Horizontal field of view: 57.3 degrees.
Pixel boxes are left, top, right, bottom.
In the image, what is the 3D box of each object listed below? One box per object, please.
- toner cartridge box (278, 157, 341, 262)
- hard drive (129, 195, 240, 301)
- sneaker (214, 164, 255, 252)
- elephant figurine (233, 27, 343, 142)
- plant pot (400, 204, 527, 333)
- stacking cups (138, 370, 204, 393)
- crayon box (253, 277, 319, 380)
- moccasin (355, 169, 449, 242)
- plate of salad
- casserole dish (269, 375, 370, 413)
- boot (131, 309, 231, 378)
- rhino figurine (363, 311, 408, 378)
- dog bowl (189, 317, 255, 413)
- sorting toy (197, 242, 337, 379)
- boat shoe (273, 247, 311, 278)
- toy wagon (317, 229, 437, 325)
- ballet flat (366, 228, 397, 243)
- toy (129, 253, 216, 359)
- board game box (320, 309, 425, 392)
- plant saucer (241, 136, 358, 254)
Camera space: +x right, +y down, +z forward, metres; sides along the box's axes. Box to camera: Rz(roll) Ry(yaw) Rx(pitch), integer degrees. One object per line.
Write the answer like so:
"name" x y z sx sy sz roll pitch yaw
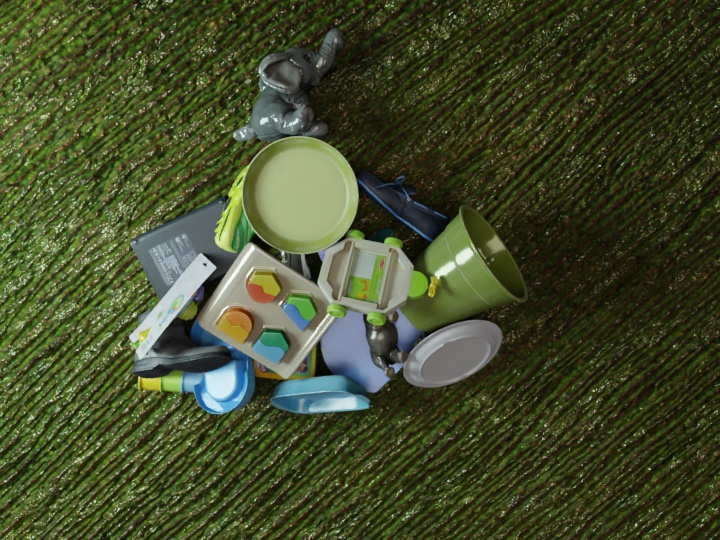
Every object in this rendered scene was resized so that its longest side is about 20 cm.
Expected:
"toner cartridge box" -0.084 -0.106 1.205 0.043 0.095 0.200 -25 98 3
"hard drive" -0.311 -0.037 1.243 0.200 0.033 0.140 -24 99 3
"sneaker" -0.197 -0.122 1.209 0.084 0.074 0.200 32 78 -35
"elephant figurine" -0.124 -0.330 1.166 0.141 0.155 0.200 -3 89 42
"plant pot" 0.165 0.017 1.189 0.190 0.200 0.200 -36 99 24
"stacking cups" -0.321 0.216 1.274 0.200 0.061 0.061 8 99 -5
"crayon box" -0.135 0.109 1.225 0.119 0.058 0.200 6 118 1
"moccasin" 0.077 -0.131 1.222 0.200 0.080 0.068 35 94 -20
"plate of salad" 0.171 0.152 1.239 0.200 0.048 0.200 -13 139 -11
"casserole dish" -0.075 0.233 1.241 0.200 0.121 0.039 -10 60 25
"boot" -0.330 0.119 1.210 0.200 0.070 0.132 -7 63 12
"rhino figurine" 0.035 0.091 1.208 0.060 0.087 0.200 -13 95 -14
"dog bowl" -0.253 0.168 1.226 0.111 0.050 0.200 -17 67 15
"sorting toy" -0.160 0.077 1.151 0.200 0.036 0.185 35 107 -9
"boat shoe" -0.133 -0.046 1.226 0.060 0.072 0.202 -10 103 -4
"toy wagon" 0.031 0.017 1.125 0.200 0.040 0.155 11 66 5
"ballet flat" 0.000 0.000 1.249 0.200 0.067 0.064 -40 125 6
"toy" -0.324 0.069 1.176 0.200 0.115 0.047 -48 120 -8
"board game box" 0.022 0.131 1.276 0.200 0.039 0.158 -45 91 3
"plant saucer" -0.103 -0.129 1.138 0.200 0.031 0.200 0 100 0
